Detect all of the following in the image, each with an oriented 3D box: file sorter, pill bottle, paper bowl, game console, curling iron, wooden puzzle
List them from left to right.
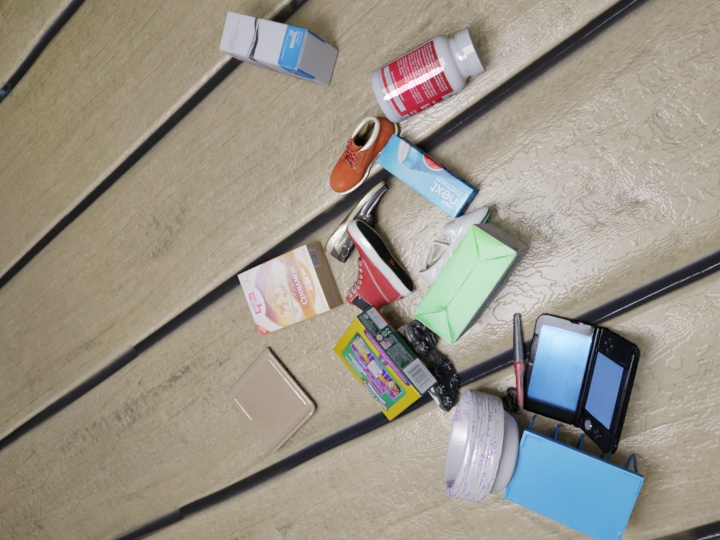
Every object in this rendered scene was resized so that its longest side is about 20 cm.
[{"bbox_3d":[-0.218,0.316,1.309,0.200,0.037,0.185,49,113,17],"label":"wooden puzzle"},{"bbox_3d":[0.130,-0.374,1.027,0.200,0.112,0.113,-20,88,25],"label":"pill bottle"},{"bbox_3d":[0.231,0.335,1.016,0.104,0.201,0.201,15,102,4],"label":"paper bowl"},{"bbox_3d":[0.303,0.186,1.058,0.049,0.026,0.201,6,97,40],"label":"curling iron"},{"bbox_3d":[0.390,0.375,0.991,0.199,0.123,0.139,18,104,22],"label":"file sorter"},{"bbox_3d":[0.391,0.201,0.978,0.116,0.176,0.201,7,101,-5],"label":"game console"}]

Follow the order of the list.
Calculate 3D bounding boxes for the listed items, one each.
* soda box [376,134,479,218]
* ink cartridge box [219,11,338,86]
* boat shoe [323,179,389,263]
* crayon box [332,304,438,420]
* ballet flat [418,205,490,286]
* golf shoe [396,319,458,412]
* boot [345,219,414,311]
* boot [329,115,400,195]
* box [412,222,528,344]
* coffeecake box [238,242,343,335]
[{"bbox_3d":[0.134,-0.189,1.073,0.200,0.064,0.068,39,110,15],"label":"soda box"},{"bbox_3d":[-0.171,-0.466,1.133,0.200,0.145,0.084,22,103,20],"label":"ink cartridge box"},{"bbox_3d":[0.002,-0.102,1.145,0.065,0.073,0.200,40,112,-1],"label":"boat shoe"},{"bbox_3d":[0.045,0.195,1.116,0.200,0.058,0.173,50,147,12],"label":"crayon box"},{"bbox_3d":[0.177,-0.052,1.057,0.069,0.069,0.200,38,118,16],"label":"ballet flat"},{"bbox_3d":[0.135,0.202,1.124,0.094,0.078,0.201,-27,86,46],"label":"golf shoe"},{"bbox_3d":[0.000,0.000,1.125,0.144,0.072,0.200,-28,110,27],"label":"boot"},{"bbox_3d":[-0.012,-0.239,1.111,0.075,0.107,0.200,46,113,11],"label":"boot"},{"bbox_3d":[0.212,0.019,1.000,0.097,0.176,0.200,36,109,16],"label":"box"},{"bbox_3d":[-0.162,0.044,1.228,0.200,0.073,0.154,-22,88,25],"label":"coffeecake box"}]
